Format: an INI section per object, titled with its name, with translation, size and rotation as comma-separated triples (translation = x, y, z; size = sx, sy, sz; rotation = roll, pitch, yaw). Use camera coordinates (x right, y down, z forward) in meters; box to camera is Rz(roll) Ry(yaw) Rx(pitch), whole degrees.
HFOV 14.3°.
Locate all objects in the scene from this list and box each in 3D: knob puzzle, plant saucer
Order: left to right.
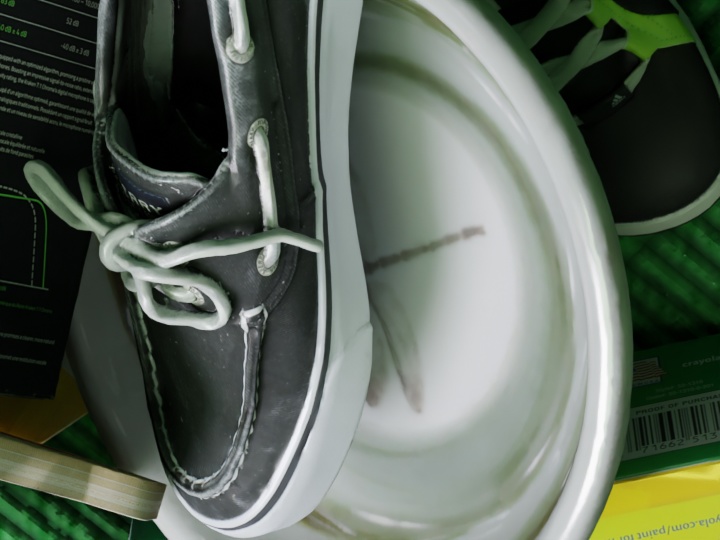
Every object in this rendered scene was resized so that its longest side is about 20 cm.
[knob puzzle]
translation = -0.138, 0.044, 0.745
size = 0.219, 0.220, 0.031
rotation = 16, 85, 11
[plant saucer]
translation = 0.000, 0.000, 0.755
size = 0.200, 0.050, 0.201
rotation = 16, 115, 38

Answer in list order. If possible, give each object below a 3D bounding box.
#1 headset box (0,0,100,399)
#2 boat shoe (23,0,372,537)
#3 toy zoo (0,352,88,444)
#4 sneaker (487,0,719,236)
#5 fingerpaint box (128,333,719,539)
[headset box]
translation = -0.148, -0.085, 0.743
size = 0.174, 0.093, 0.201
rotation = 12, 90, 34
[boat shoe]
translation = -0.039, -0.021, 0.701
size = 0.073, 0.068, 0.200
rotation = 26, 121, 34
[toy zoo]
translation = -0.135, -0.018, 0.843
size = 0.131, 0.020, 0.200
rotation = -44, 95, -3
[sneaker]
translation = 0.025, -0.081, 0.747
size = 0.072, 0.083, 0.200
rotation = -40, 103, 11
[fingerpaint box]
translation = 0.048, 0.120, 0.858
size = 0.199, 0.073, 0.167
rotation = -13, 118, 8
